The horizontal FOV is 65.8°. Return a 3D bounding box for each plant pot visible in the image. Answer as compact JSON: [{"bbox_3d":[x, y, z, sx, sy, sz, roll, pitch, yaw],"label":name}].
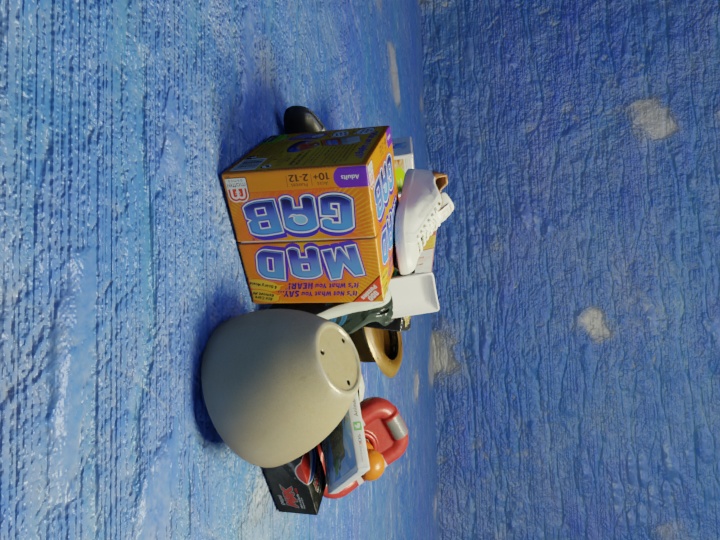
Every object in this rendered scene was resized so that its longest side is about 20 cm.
[{"bbox_3d":[-0.079,0.131,0.703,0.200,0.134,0.201,42,36,-39],"label":"plant pot"}]

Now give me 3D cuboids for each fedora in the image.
[{"bbox_3d":[0.018,0.120,1.117,0.201,0.082,0.201,49,33,-48],"label":"fedora"}]

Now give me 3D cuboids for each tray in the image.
[{"bbox_3d":[0.024,0.044,0.907,0.108,0.199,0.022,71,12,-51],"label":"tray"}]

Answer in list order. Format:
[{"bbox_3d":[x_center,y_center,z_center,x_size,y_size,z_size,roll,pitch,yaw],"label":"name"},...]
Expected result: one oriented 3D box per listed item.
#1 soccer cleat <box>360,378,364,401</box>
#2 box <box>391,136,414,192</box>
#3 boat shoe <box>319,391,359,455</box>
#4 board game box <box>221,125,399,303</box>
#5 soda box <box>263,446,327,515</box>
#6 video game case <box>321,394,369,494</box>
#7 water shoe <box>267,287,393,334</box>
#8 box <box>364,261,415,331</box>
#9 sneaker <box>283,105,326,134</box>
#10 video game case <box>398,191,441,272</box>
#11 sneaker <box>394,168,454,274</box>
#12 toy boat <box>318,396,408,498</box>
[{"bbox_3d":[-0.042,0.192,1.134,0.078,0.069,0.201,-40,119,-66],"label":"soccer cleat"},{"bbox_3d":[0.008,-0.185,1.102,0.101,0.199,0.113,-84,166,-58],"label":"box"},{"bbox_3d":[-0.029,0.228,0.972,0.068,0.072,0.201,36,48,-51],"label":"boat shoe"},{"bbox_3d":[-0.056,-0.087,0.834,0.200,0.199,0.201,-67,152,-60],"label":"board game box"},{"bbox_3d":[-0.106,0.278,0.837,0.063,0.070,0.201,-69,153,-55],"label":"soda box"},{"bbox_3d":[-0.034,0.225,0.835,0.200,0.022,0.183,116,-32,-57],"label":"video game case"},{"bbox_3d":[-0.047,0.074,0.846,0.072,0.199,0.079,-98,174,-56],"label":"water shoe"},{"bbox_3d":[0.000,0.000,1.003,0.050,0.199,0.199,1,93,-61],"label":"box"},{"bbox_3d":[-0.091,-0.185,0.974,0.089,0.074,0.200,-79,160,-48],"label":"sneaker"},{"bbox_3d":[0.091,-0.054,1.075,0.143,0.017,0.201,-12,116,-37],"label":"video game case"},{"bbox_3d":[0.103,-0.084,0.885,0.073,0.084,0.201,69,28,-57],"label":"sneaker"},{"bbox_3d":[0.002,0.326,0.986,0.131,0.200,0.131,62,-11,-16],"label":"toy boat"}]
